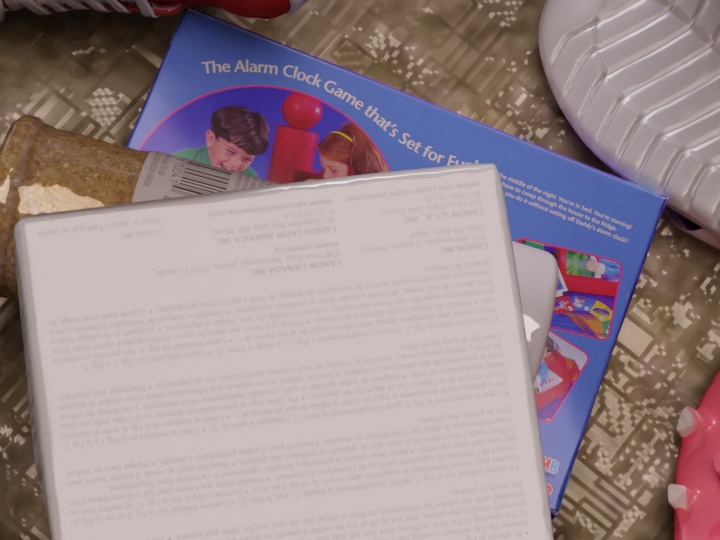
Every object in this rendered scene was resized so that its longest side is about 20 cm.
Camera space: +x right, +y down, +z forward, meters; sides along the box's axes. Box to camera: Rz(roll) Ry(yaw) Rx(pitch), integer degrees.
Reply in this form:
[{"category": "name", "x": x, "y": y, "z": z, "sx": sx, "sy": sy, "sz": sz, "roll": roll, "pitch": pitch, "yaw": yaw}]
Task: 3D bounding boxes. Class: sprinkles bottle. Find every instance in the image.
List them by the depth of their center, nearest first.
[{"category": "sprinkles bottle", "x": -0.033, "y": 0.001, "z": 0.860, "sx": 0.200, "sy": 0.068, "sz": 0.068, "roll": 15, "pitch": 72, "yaw": -2}]

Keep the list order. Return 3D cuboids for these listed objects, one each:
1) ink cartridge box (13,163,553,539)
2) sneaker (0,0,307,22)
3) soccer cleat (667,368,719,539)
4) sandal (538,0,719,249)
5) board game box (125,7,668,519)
[{"category": "ink cartridge box", "x": -0.023, "y": 0.072, "z": 0.789, "sx": 0.162, "sy": 0.057, "sz": 0.200, "roll": -7, "pitch": 83, "yaw": -7}, {"category": "sneaker", "x": -0.116, "y": -0.116, "z": 0.909, "sx": 0.200, "sy": 0.071, "sz": 0.112, "roll": 30, "pitch": 71, "yaw": 34}, {"category": "soccer cleat", "x": 0.153, "y": 0.107, "z": 0.912, "sx": 0.076, "sy": 0.067, "sz": 0.200, "roll": 39, "pitch": 57, "yaw": -34}, {"category": "sandal", "x": 0.146, "y": -0.045, "z": 0.956, "sx": 0.082, "sy": 0.050, "sz": 0.203, "roll": -41, "pitch": 68, "yaw": -8}, {"category": "board game box", "x": 0.000, "y": 0.000, "z": 0.924, "sx": 0.200, "sy": 0.045, "sz": 0.135, "roll": 22, "pitch": 72, "yaw": 0}]
